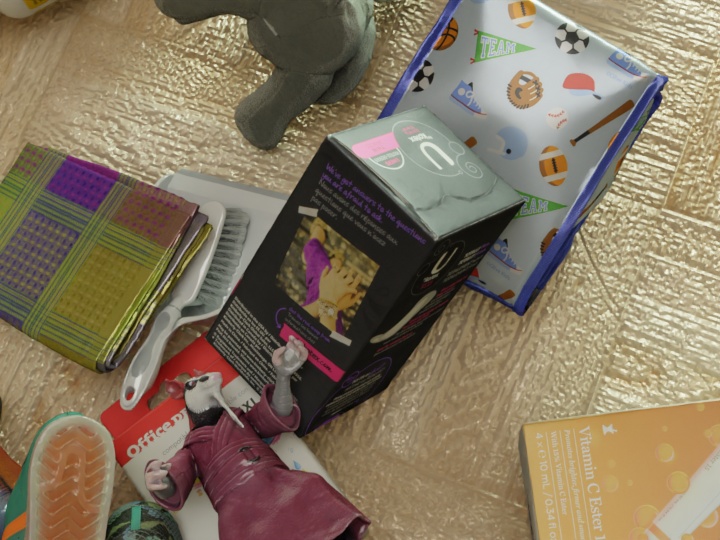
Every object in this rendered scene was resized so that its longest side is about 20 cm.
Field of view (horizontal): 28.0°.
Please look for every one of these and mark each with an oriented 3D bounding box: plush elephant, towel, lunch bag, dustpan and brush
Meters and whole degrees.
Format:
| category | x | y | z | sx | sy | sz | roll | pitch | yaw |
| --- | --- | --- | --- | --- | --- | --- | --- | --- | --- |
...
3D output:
| category | x | y | z | sx | sy | sz | roll | pitch | yaw |
| --- | --- | --- | --- | --- | --- | --- | --- | --- | --- |
| plush elephant | -0.037 | -0.224 | 1.110 | 0.200 | 0.155 | 0.165 | -26 | 115 | 30 |
| towel | -0.218 | -0.013 | 1.093 | 0.200 | 0.023 | 0.144 | 22 | 75 | 33 |
| lunch bag | 0.102 | -0.091 | 1.061 | 0.170 | 0.124 | 0.200 | 32 | 93 | 11 |
| dustpan and brush | -0.128 | 0.016 | 1.074 | 0.139 | 0.057 | 0.201 | 14 | 76 | 22 |

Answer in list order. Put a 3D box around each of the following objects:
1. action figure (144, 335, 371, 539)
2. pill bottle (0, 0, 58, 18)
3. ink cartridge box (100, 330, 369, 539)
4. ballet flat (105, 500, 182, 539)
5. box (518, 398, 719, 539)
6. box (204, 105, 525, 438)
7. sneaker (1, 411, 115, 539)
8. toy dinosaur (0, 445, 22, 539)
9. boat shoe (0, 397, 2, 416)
| category | x | y | z | sx | sy | sz | roll | pitch | yaw |
| --- | --- | --- | --- | --- | --- | --- | --- | --- | --- |
| action figure | -0.068 | 0.142 | 0.967 | 0.134 | 0.149 | 0.200 | -28 | 54 | -10 |
| pill bottle | -0.257 | -0.274 | 1.155 | 0.200 | 0.112 | 0.113 | -30 | 73 | -4 |
| ink cartridge box | -0.099 | 0.143 | 1.044 | 0.116 | 0.067 | 0.200 | -38 | 74 | -6 |
| ballet flat | -0.144 | 0.259 | 0.977 | 0.074 | 0.074 | 0.201 | -9 | 98 | 3 |
| box | 0.216 | 0.161 | 0.993 | 0.199 | 0.098 | 0.125 | -8 | 73 | 3 |
| box | 0.000 | 0.000 | 0.997 | 0.106 | 0.122 | 0.200 | 45 | 125 | 15 |
| sneaker | -0.203 | 0.193 | 0.948 | 0.071 | 0.080 | 0.201 | 14 | 83 | -15 |
| toy dinosaur | -0.226 | 0.186 | 1.005 | 0.181 | 0.105 | 0.201 | 21 | 92 | -29 |
| boat shoe | -0.337 | 0.167 | 1.059 | 0.065 | 0.074 | 0.202 | 31 | 86 | 9 |
